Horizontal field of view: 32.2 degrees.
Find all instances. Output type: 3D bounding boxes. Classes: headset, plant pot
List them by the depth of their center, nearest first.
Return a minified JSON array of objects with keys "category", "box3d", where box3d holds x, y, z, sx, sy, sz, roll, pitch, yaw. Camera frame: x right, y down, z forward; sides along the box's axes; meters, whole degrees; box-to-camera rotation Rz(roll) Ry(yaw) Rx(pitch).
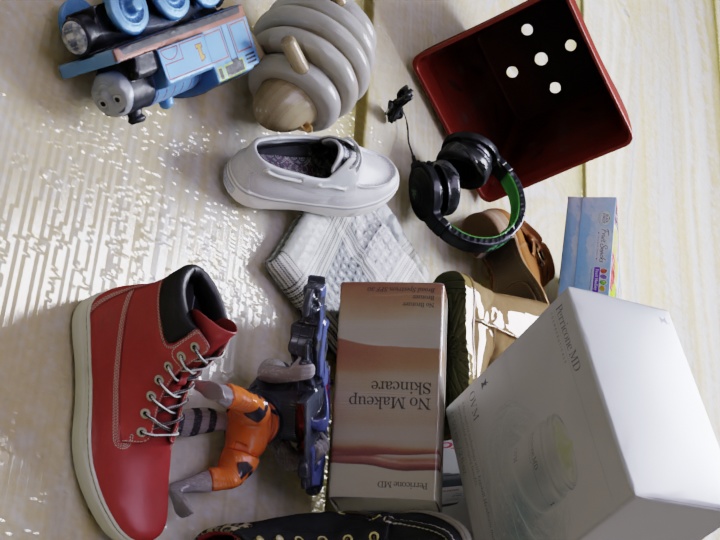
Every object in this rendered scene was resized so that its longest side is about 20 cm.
[{"category":"headset","box3d":[0.102,-0.114,1.380,0.200,0.094,0.123,46,59,6]},{"category":"plant pot","box3d":[0.208,-0.233,1.518,0.201,0.199,0.176,61,25,-15]}]

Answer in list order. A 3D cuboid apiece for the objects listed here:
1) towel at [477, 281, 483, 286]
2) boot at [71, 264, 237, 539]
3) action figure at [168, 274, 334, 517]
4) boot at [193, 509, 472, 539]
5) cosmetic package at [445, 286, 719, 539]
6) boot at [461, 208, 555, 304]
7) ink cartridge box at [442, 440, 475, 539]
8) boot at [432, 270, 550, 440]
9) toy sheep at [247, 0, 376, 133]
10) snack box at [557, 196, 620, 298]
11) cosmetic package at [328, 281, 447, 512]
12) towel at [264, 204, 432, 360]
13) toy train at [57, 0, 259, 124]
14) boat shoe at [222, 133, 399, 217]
[{"category":"towel","box3d":[0.103,0.087,1.380,0.200,0.018,0.086,-37,105,-52]},{"category":"boot","box3d":[-0.147,0.102,0.942,0.072,0.144,0.201,6,73,-53]},{"category":"action figure","box3d":[-0.087,0.100,1.062,0.193,0.104,0.201,-15,113,-58]},{"category":"boot","box3d":[-0.026,0.234,1.006,0.153,0.203,0.074,6,80,-47]},{"category":"cosmetic package","box3d":[0.188,0.158,1.064,0.122,0.200,0.200,14,45,-29]},{"category":"boot","box3d":[0.198,0.016,1.469,0.155,0.073,0.201,-1,69,-64]},{"category":"ink cartridge box","box3d":[0.100,0.247,1.191,0.200,0.144,0.084,-42,127,-51]},{"category":"boot","box3d":[0.149,0.101,1.268,0.199,0.066,0.176,22,72,-43]},{"category":"toy sheep","box3d":[-0.046,-0.214,1.214,0.138,0.137,0.201,48,59,-30]},{"category":"snack box","box3d":[0.284,0.035,1.531,0.200,0.067,0.169,74,24,-53]},{"category":"cosmetic package","box3d":[0.028,0.118,1.145,0.087,0.103,0.201,73,18,-70]},{"category":"towel","box3d":[0.000,0.000,1.267,0.193,0.034,0.200,54,40,-24]},{"category":"toy train","box3d":[-0.175,-0.199,1.081,0.200,0.086,0.115,-38,112,-52]},{"category":"boat shoe","box3d":[-0.035,-0.101,1.197,0.199,0.068,0.072,4,60,-35]}]
